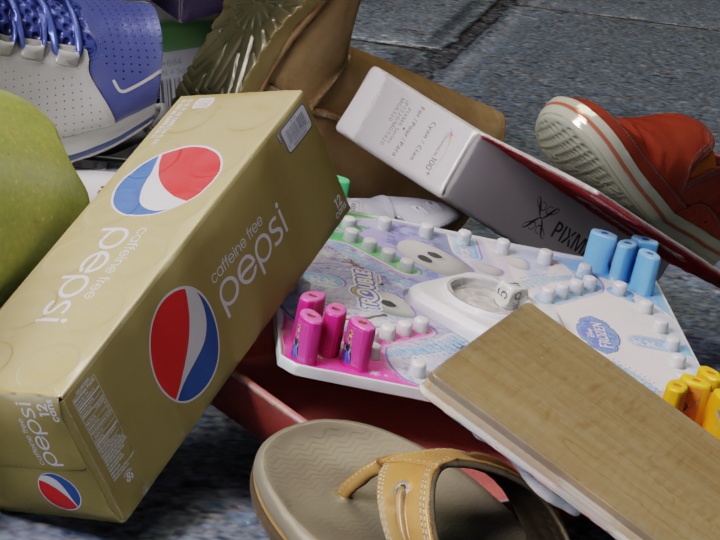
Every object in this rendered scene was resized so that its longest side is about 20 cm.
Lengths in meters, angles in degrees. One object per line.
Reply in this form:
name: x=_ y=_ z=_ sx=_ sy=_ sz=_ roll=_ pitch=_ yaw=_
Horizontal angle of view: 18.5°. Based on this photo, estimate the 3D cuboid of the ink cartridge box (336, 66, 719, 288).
ink cartridge box: x=0.106 y=-0.024 z=1.178 sx=0.176 sy=0.045 sz=0.200 roll=34 pitch=4 yaw=43

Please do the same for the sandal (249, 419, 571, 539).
sandal: x=0.038 y=0.096 z=0.762 sx=0.080 sy=0.054 sz=0.200 roll=-16 pitch=34 yaw=-32

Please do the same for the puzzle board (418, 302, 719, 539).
puzzle board: x=0.120 y=0.087 z=0.810 sx=0.200 sy=0.017 sz=0.151 roll=37 pitch=17 yaw=9

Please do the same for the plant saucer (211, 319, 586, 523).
plant saucer: x=0.035 y=0.059 z=0.957 sx=0.199 sy=0.037 sz=0.200 roll=-7 pitch=26 yaw=-41

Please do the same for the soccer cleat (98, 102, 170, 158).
soccer cleat: x=-0.096 y=-0.053 z=1.279 sx=0.198 sy=0.086 sz=0.069 roll=2 pitch=15 yaw=-15

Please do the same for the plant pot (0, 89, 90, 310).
plant pot: x=-0.211 y=-0.013 z=0.890 sx=0.199 sy=0.202 sz=0.184 roll=15 pitch=9 yaw=31

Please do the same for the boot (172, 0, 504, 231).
boot: x=0.010 y=-0.110 z=1.225 sx=0.199 sy=0.176 sz=0.066 roll=23 pitch=21 yaw=-43

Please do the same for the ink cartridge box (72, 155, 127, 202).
ink cartridge box: x=-0.160 y=-0.007 z=1.075 sx=0.198 sy=0.086 sz=0.148 roll=4 pitch=13 yaw=0

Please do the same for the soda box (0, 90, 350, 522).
soda box: x=-0.083 y=0.009 z=0.894 sx=0.067 sy=0.064 sz=0.200 roll=0 pitch=37 yaw=33

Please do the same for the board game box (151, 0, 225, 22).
board game box: x=-0.068 y=-0.220 z=1.271 sx=0.199 sy=0.057 sz=0.165 roll=-20 pitch=43 yaw=-33

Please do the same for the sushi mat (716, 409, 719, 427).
sushi mat: x=0.182 y=0.110 z=0.808 sx=0.095 sy=0.012 sz=0.200 roll=32 pitch=17 yaw=-8

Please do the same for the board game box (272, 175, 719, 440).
board game box: x=0.058 y=0.012 z=0.996 sx=0.198 sy=0.026 sz=0.200 roll=11 pitch=21 yaw=-9

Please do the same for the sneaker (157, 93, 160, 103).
sneaker: x=-0.192 y=-0.104 z=1.137 sx=0.113 sy=0.076 sz=0.199 roll=12 pitch=7 yaw=36

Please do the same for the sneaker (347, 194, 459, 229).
sneaker: x=0.000 y=0.000 z=1.133 sx=0.114 sy=0.076 sz=0.200 roll=0 pitch=12 yaw=-11

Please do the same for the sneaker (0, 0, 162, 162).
sneaker: x=-0.184 y=-0.111 z=1.032 sx=0.198 sy=0.115 sz=0.081 roll=-6 pitch=54 yaw=-20

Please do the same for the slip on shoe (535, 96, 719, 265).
slip on shoe: x=0.150 y=-0.057 z=1.146 sx=0.074 sy=0.061 sz=0.200 roll=35 pitch=6 yaw=34

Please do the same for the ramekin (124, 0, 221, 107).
ramekin: x=-0.118 y=-0.125 z=1.343 sx=0.199 sy=0.201 sz=0.098 roll=1 pitch=23 yaw=-21
